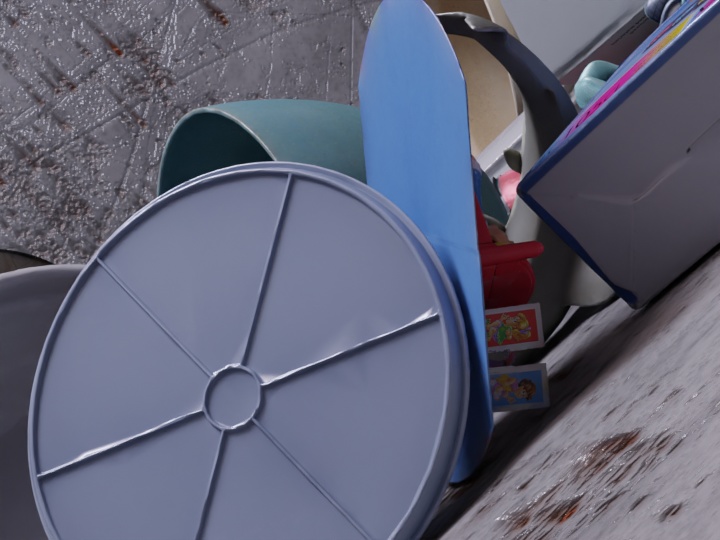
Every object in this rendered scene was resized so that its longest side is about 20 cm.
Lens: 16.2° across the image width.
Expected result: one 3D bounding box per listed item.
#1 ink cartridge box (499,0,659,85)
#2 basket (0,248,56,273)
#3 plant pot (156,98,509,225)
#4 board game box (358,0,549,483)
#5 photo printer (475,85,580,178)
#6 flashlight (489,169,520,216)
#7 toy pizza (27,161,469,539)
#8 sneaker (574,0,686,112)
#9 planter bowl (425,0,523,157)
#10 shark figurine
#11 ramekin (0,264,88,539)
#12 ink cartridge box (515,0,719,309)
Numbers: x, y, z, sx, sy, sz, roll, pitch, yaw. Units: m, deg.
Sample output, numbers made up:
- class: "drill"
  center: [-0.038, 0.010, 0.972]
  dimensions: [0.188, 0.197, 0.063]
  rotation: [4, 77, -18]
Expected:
- class: "ink cartridge box"
  center: [0.174, -0.203, 1.359]
  dimensions: [0.199, 0.146, 0.145]
  rotation: [-12, -21, -45]
- class: "basket"
  center: [-0.183, 0.116, 1.379]
  dimensions: [0.135, 0.181, 0.200]
  rotation: [-21, 38, 4]
- class: "plant pot"
  center: [0.000, 0.000, 1.285]
  dimensions: [0.134, 0.201, 0.200]
  rotation: [-17, -11, -27]
- class: "board game box"
  center: [0.042, -0.016, 1.034]
  dimensions: [0.039, 0.201, 0.158]
  rotation: [-6, 7, -14]
- class: "photo printer"
  center: [0.088, -0.038, 1.617]
  dimensions: [0.200, 0.069, 0.166]
  rotation: [-44, 2, 18]
- class: "flashlight"
  center: [0.142, -0.071, 1.317]
  dimensions: [0.200, 0.068, 0.068]
  rotation: [-43, -11, 16]
- class: "toy pizza"
  center: [-0.044, 0.055, 1.012]
  dimensions: [0.200, 0.200, 0.032]
  rotation: [-43, -30, 8]
- class: "sneaker"
  center: [0.181, -0.118, 1.194]
  dimensions: [0.200, 0.086, 0.078]
  rotation: [-43, 3, 25]
- class: "planter bowl"
  center: [0.136, -0.158, 1.821]
  dimensions: [0.134, 0.201, 0.200]
  rotation: [-17, -4, -13]
- class: "shark figurine"
  center: [0.084, -0.029, 1.128]
  dimensions: [0.128, 0.215, 0.090]
  rotation: [-14, 32, -22]
- class: "ramekin"
  center: [-0.125, 0.108, 1.096]
  dimensions: [0.200, 0.200, 0.105]
  rotation: [-45, -16, -27]
- class: "ink cartridge box"
  center: [0.160, -0.082, 1.067]
  dimensions: [0.136, 0.076, 0.200]
  rotation: [-42, 1, 30]
